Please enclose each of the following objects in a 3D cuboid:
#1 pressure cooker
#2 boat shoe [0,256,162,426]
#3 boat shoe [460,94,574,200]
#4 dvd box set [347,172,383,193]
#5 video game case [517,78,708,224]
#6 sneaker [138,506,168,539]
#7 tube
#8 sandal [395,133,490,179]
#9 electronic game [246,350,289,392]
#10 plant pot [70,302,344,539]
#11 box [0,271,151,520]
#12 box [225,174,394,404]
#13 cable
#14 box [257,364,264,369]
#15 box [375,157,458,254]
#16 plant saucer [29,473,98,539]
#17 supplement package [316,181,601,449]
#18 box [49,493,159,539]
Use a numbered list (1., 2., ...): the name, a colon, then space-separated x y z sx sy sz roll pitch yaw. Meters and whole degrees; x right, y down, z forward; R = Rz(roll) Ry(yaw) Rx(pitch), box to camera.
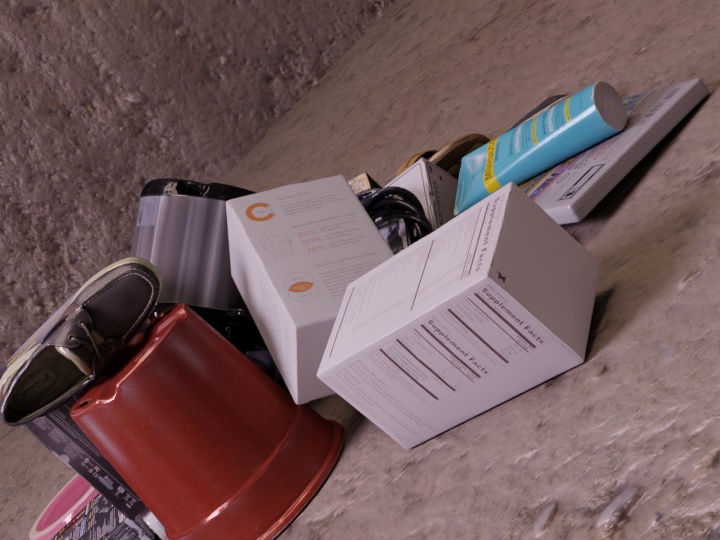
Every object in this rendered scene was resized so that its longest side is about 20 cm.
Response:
1. pressure cooker: -0.167 0.014 1.513 0.176 0.177 0.202 73 -155 -82
2. boat shoe: -0.259 0.073 1.311 0.201 0.072 0.066 -42 22 9
3. boat shoe: 0.176 -0.117 1.482 0.200 0.071 0.062 -46 15 -31
4. dvd box set: -0.046 -0.035 1.676 0.199 0.146 0.030 -27 61 15
5. video game case: 0.216 -0.106 1.363 0.200 0.022 0.182 -43 15 -22
6. sneaker: -0.205 0.229 1.522 0.082 0.074 0.200 -43 24 -8
7. tube: 0.168 -0.120 1.385 0.199 0.050 0.078 -28 34 41
8. sandal: 0.073 -0.108 1.716 0.200 0.080 0.054 -40 57 30
9. electronic game: -0.153 0.135 1.546 0.198 0.042 0.201 -10 34 7
10. plant pot: -0.153 0.149 1.324 0.201 0.195 0.201 -41 13 12
11. box: -0.245 0.126 1.411 0.158 0.200 0.048 -46 22 -3
12. box: -0.038 0.014 1.340 0.124 0.098 0.200 -13 42 -17
13. cable: 0.000 0.000 1.454 0.199 0.051 0.164 -19 55 41
14. box: -0.182 0.102 1.724 0.102 0.095 0.200 -3 33 25
15. box: 0.023 -0.016 1.528 0.200 0.060 0.117 -37 43 30
16. plant saucer: -0.343 0.294 1.765 0.200 0.051 0.201 -40 13 11
17. supplement package: 0.079 0.040 1.134 0.200 0.109 0.114 -32 27 40
18. box: -0.297 0.311 1.569 0.158 0.050 0.200 -44 13 -1
